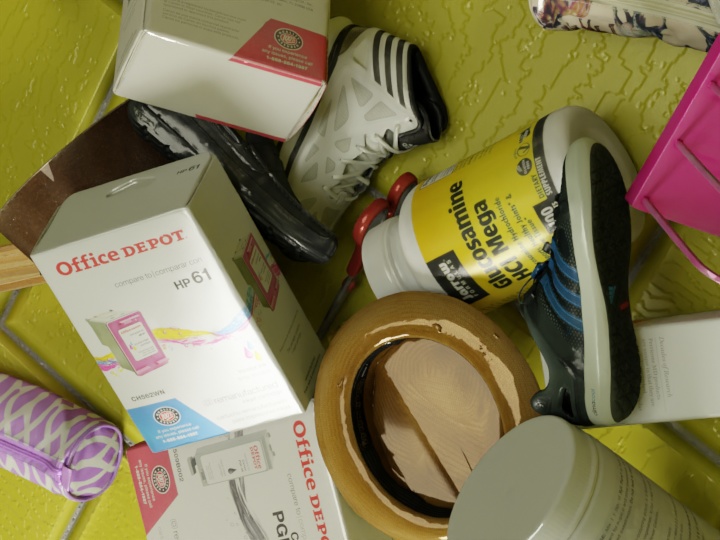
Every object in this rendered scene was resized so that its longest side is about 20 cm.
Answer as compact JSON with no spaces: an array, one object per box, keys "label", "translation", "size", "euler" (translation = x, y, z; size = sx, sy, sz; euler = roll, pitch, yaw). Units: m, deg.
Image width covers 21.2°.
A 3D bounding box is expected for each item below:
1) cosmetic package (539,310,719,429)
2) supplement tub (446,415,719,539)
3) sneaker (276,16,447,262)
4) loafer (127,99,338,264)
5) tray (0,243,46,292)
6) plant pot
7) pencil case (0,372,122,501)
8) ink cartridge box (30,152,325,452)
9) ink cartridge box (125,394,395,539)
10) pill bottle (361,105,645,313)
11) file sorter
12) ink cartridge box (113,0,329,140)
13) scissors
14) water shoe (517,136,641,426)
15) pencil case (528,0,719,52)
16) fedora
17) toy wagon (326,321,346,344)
[{"label":"cosmetic package","translation":[0.241,0.067,1.373],"size":[0.200,0.101,0.071],"euler":[-8,90,32]},{"label":"supplement tub","translation":[0.174,0.206,1.349],"size":[0.200,0.132,0.132],"euler":[38,121,-22]},{"label":"sneaker","translation":[0.000,-0.093,1.526],"size":[0.115,0.076,0.201],"euler":[19,102,31]},{"label":"loafer","translation":[-0.090,-0.084,1.498],"size":[0.201,0.068,0.070],"euler":[41,80,3]},{"label":"tray","translation":[-0.331,0.001,1.732],"size":[0.200,0.099,0.037],"euler":[-12,87,32]},{"label":"plant pot","translation":[-0.168,-0.020,1.595],"size":[0.187,0.187,0.200],"euler":[-39,90,29]},{"label":"pencil case","translation":[-0.310,0.143,1.740],"size":[0.200,0.085,0.084],"euler":[17,102,29]},{"label":"ink cartridge box","translation":[-0.137,0.026,1.475],"size":[0.144,0.085,0.200],"euler":[-17,116,23]},{"label":"ink cartridge box","translation":[-0.075,0.185,1.549],"size":[0.200,0.083,0.147],"euler":[-18,84,33]},{"label":"pill bottle","translation":[0.103,-0.034,1.445],"size":[0.200,0.112,0.113],"euler":[-28,80,31]},{"label":"file sorter","translation":[0.301,-0.084,1.272],"size":[0.200,0.139,0.125],"euler":[-62,30,21]},{"label":"ink cartridge box","translation":[-0.102,-0.216,1.481],"size":[0.083,0.146,0.200],"euler":[127,151,-50]},{"label":"scissors","translation":[0.000,0.000,1.565],"size":[0.014,0.073,0.200],"euler":[36,137,14]},{"label":"water shoe","translation":[0.142,0.009,1.329],"size":[0.079,0.071,0.200],"euler":[-3,93,31]},{"label":"pencil case","translation":[0.213,-0.195,1.375],"size":[0.200,0.089,0.078],"euler":[16,103,31]},{"label":"fedora","translation":[0.063,0.110,1.451],"size":[0.200,0.082,0.201],"euler":[4,100,25]},{"label":"toy wagon","translation":[0.009,0.139,1.564],"size":[0.155,0.040,0.200],"euler":[-23,82,31]}]
